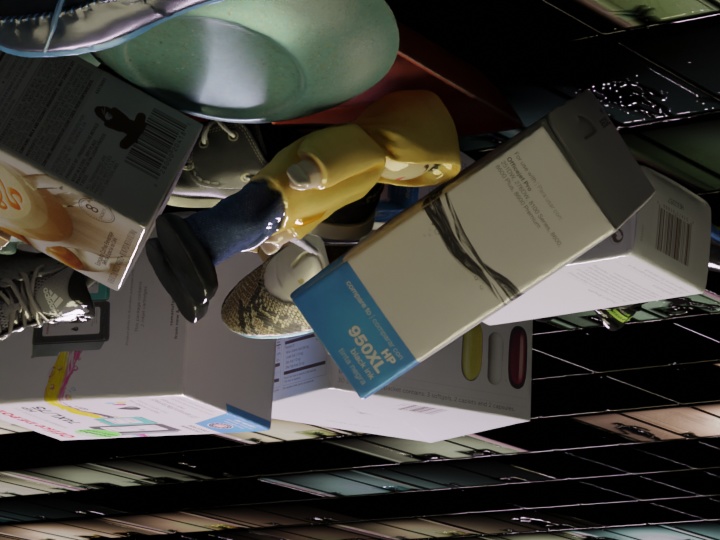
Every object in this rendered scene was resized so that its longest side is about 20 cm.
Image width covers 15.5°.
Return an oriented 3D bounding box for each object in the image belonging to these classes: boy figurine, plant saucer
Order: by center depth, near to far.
[{"bbox_3d":[-0.079,-0.129,1.492,0.200,0.039,0.201,9,154,4],"label":"plant saucer"},{"bbox_3d":[-0.030,-0.043,1.560,0.200,0.065,0.124,-27,168,-24],"label":"boy figurine"},{"bbox_3d":[-0.030,-0.119,1.631,0.200,0.037,0.199,-5,164,31],"label":"plant saucer"}]

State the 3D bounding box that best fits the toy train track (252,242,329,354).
[{"bbox_3d":[-0.047,-0.007,1.888,0.114,0.033,0.200,12,-153,-34],"label":"toy train track"}]

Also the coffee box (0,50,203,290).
[{"bbox_3d":[-0.204,-0.082,1.545,0.200,0.080,0.114,28,155,-2],"label":"coffee box"}]

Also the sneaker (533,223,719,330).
[{"bbox_3d":[0.208,0.004,1.983,0.199,0.083,0.071,-8,163,36],"label":"sneaker"}]

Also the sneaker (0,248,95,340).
[{"bbox_3d":[-0.249,0.022,1.834,0.115,0.075,0.200,-6,-163,29],"label":"sneaker"}]

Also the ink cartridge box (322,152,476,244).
[{"bbox_3d":[0.017,-0.048,1.841,0.116,0.067,0.200,-6,164,27],"label":"ink cartridge box"}]

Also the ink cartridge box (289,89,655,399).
[{"bbox_3d":[0.073,-0.018,1.659,0.200,0.084,0.145,-35,-179,20],"label":"ink cartridge box"}]

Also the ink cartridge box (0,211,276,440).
[{"bbox_3d":[-0.186,0.047,2.087,0.199,0.147,0.147,-4,164,26],"label":"ink cartridge box"}]

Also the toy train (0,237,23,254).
[{"bbox_3d":[-0.238,-0.050,1.861,0.199,0.086,0.114,-2,177,10],"label":"toy train"}]

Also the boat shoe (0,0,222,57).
[{"bbox_3d":[-0.113,-0.173,1.378,0.199,0.084,0.069,-20,145,11],"label":"boat shoe"}]

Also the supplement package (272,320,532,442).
[{"bbox_3d":[0.021,0.069,2.216,0.200,0.111,0.156,10,164,-31],"label":"supplement package"}]

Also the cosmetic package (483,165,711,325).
[{"bbox_3d":[0.145,-0.017,1.928,0.200,0.074,0.102,-7,157,38],"label":"cosmetic package"}]

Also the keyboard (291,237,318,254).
[{"bbox_3d":[-0.114,-0.065,1.712,0.200,0.011,0.056,31,171,19],"label":"keyboard"}]

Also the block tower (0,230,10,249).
[{"bbox_3d":[-0.245,-0.051,1.730,0.058,0.054,0.200,29,133,-21],"label":"block tower"}]

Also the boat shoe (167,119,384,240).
[{"bbox_3d":[-0.081,-0.076,1.644,0.199,0.072,0.068,11,128,-8],"label":"boat shoe"}]

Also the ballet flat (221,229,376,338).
[{"bbox_3d":[0.000,0.000,1.793,0.199,0.068,0.075,-4,143,5],"label":"ballet flat"}]
